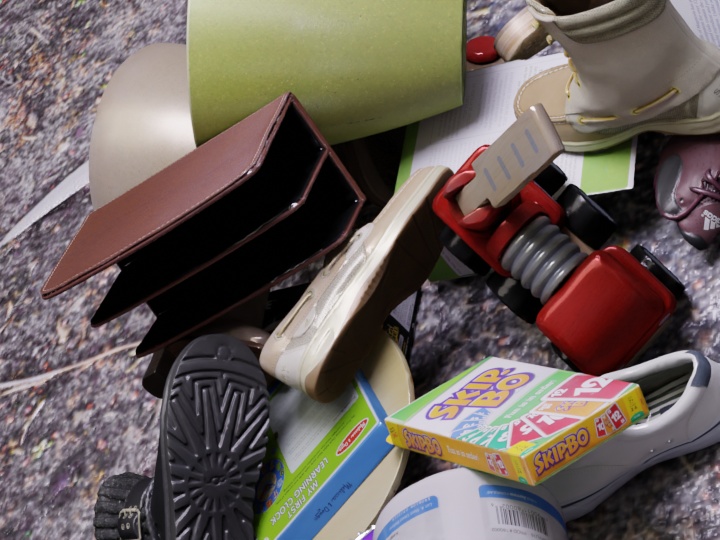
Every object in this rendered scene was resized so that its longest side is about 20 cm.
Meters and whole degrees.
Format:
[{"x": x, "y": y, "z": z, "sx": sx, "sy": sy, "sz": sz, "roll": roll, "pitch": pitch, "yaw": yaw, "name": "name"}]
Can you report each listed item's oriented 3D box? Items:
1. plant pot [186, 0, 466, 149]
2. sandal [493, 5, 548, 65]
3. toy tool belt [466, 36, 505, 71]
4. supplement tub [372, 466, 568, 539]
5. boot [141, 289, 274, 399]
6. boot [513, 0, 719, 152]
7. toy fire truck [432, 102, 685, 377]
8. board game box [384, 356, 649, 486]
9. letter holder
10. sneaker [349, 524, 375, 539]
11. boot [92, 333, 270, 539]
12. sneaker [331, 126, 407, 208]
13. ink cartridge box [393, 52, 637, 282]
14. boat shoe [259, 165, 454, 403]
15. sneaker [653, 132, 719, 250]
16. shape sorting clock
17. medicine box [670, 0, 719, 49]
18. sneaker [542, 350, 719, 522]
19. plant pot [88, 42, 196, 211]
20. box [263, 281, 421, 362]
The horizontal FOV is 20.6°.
[{"x": -0.019, "y": -0.172, "z": 1.506, "sx": 0.198, "sy": 0.188, "sz": 0.189, "roll": 2, "pitch": 53, "yaw": 5, "name": "plant pot"}, {"x": 0.206, "y": -0.210, "z": 1.552, "sx": 0.211, "sy": 0.078, "sz": 0.070, "roll": -36, "pitch": 75, "yaw": -11, "name": "sandal"}, {"x": 0.026, "y": -0.208, "z": 1.614, "sx": 0.198, "sy": 0.124, "sz": 0.125, "roll": 9, "pitch": 41, "yaw": 22, "name": "toy tool belt"}, {"x": 0.079, "y": 0.238, "z": 1.247, "sx": 0.131, "sy": 0.132, "sz": 0.201, "roll": -29, "pitch": 42, "yaw": 23, "name": "supplement tub"}, {"x": -0.095, "y": 0.025, "z": 1.539, "sx": 0.199, "sy": 0.070, "sz": 0.147, "roll": -14, "pitch": 38, "yaw": 51, "name": "boot"}, {"x": 0.156, "y": -0.152, "z": 1.370, "sx": 0.199, "sy": 0.154, "sz": 0.073, "roll": -1, "pitch": 60, "yaw": 46, "name": "boot"}, {"x": 0.128, "y": -0.023, "z": 1.318, "sx": 0.176, "sy": 0.200, "sz": 0.129, "roll": 45, "pitch": 100, "yaw": 15, "name": "toy fire truck"}, {"x": 0.094, "y": 0.095, "z": 1.294, "sx": 0.095, "sy": 0.030, "sz": 0.200, "roll": -29, "pitch": 13, "yaw": -23, "name": "board game box"}, {"x": -0.114, "y": -0.016, "z": 1.422, "sx": 0.199, "sy": 0.101, "sz": 0.142, "roll": -29, "pitch": 18, "yaw": 23, "name": "letter holder"}, {"x": 0.009, "y": 0.276, "z": 1.336, "sx": 0.099, "sy": 0.069, "sz": 0.202, "roll": 10, "pitch": 75, "yaw": 46, "name": "sneaker"}, {"x": -0.137, "y": 0.151, "z": 1.464, "sx": 0.157, "sy": 0.079, "sz": 0.214, "roll": 0, "pitch": 84, "yaw": 64, "name": "boot"}, {"x": 0.000, "y": -0.102, "z": 1.667, "sx": 0.076, "sy": 0.070, "sz": 0.201, "roll": -50, "pitch": 30, "yaw": 26, "name": "sneaker"}, {"x": 0.132, "y": -0.083, "z": 1.506, "sx": 0.198, "sy": 0.076, "sz": 0.149, "roll": -9, "pitch": 52, "yaw": 28, "name": "ink cartridge box"}, {"x": 0.000, "y": 0.000, "z": 1.424, "sx": 0.065, "sy": 0.072, "sz": 0.201, "roll": 24, "pitch": 70, "yaw": 29, "name": "boat shoe"}, {"x": 0.274, "y": -0.061, "z": 1.361, "sx": 0.116, "sy": 0.075, "sz": 0.200, "roll": -60, "pitch": 29, "yaw": -6, "name": "sneaker"}, {"x": -0.034, "y": 0.130, "z": 1.446, "sx": 0.199, "sy": 0.039, "sz": 0.202, "roll": -30, "pitch": 45, "yaw": 35, "name": "shape sorting clock"}, {"x": 0.277, "y": -0.243, "z": 1.428, "sx": 0.182, "sy": 0.104, "sz": 0.199, "roll": -39, "pitch": 33, "yaw": -24, "name": "medicine box"}, {"x": 0.159, "y": 0.106, "z": 1.325, "sx": 0.199, "sy": 0.071, "sz": 0.073, "roll": -31, "pitch": 42, "yaw": 21, "name": "sneaker"}, {"x": -0.114, "y": -0.089, "z": 1.663, "sx": 0.133, "sy": 0.201, "sz": 0.202, "roll": 5, "pitch": 61, "yaw": 32, "name": "plant pot"}, {"x": -0.053, "y": 0.088, "z": 1.563, "sx": 0.199, "sy": 0.049, "sz": 0.161, "roll": -13, "pitch": 53, "yaw": 36, "name": "box"}]
